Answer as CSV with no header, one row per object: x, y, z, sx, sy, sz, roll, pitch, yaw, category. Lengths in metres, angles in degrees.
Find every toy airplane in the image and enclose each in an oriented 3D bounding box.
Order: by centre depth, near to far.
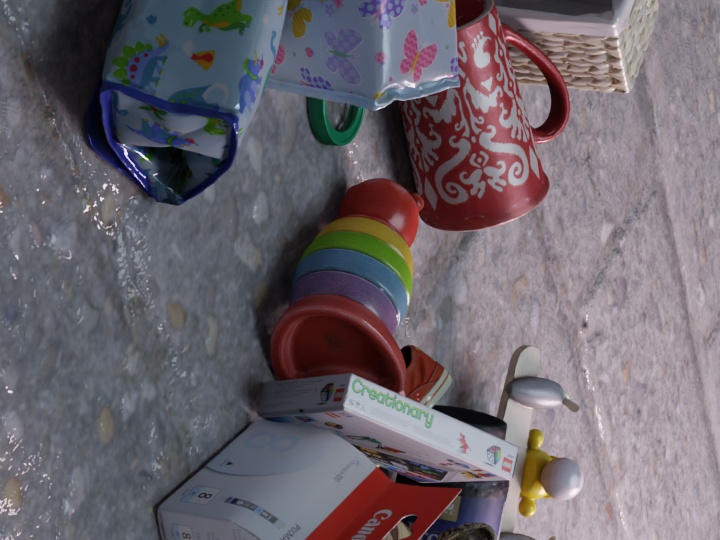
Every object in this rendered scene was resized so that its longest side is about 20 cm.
0.162,0.207,1.993,0.199,0.141,0.200,-49,136,-45,toy airplane

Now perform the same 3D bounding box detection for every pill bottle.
0.084,0.239,1.865,0.112,0.112,0.200,-2,103,-61,pill bottle

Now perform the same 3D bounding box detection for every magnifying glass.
-0.014,-0.213,1.726,0.080,0.022,0.200,11,87,-61,magnifying glass

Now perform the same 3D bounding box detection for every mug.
0.106,-0.167,1.846,0.178,0.133,0.200,-50,132,-46,mug

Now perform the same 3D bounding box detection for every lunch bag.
-0.126,-0.158,1.428,0.200,0.127,0.170,102,4,-72,lunch bag
-0.021,-0.231,1.519,0.127,0.200,0.170,-20,114,-42,lunch bag

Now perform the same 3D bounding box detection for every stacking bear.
0.000,0.000,1.706,0.114,0.121,0.200,77,24,-43,stacking bear

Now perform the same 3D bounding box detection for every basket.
0.192,-0.268,1.912,0.123,0.200,0.136,65,41,-53,basket

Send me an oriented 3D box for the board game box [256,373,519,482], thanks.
0.025,0.141,1.672,0.200,0.126,0.035,26,69,-34,board game box

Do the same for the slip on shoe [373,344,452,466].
0.013,0.143,1.802,0.061,0.074,0.200,48,51,-6,slip on shoe

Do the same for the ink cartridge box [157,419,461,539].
-0.040,0.187,1.559,0.160,0.200,0.047,-39,126,-53,ink cartridge box

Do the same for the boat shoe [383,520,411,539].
-0.012,0.284,1.582,0.072,0.072,0.200,48,50,-42,boat shoe

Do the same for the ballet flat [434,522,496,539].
0.051,0.284,1.653,0.200,0.068,0.075,-41,173,-34,ballet flat
